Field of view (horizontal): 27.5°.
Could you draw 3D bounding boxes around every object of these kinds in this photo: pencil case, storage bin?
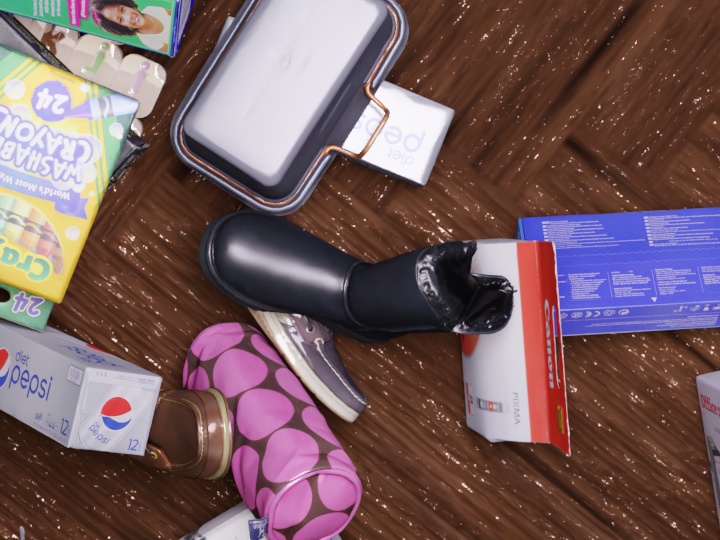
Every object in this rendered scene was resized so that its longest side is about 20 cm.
[{"bbox_3d":[-0.078,0.132,1.169,0.091,0.200,0.094,-4,126,-26],"label":"pencil case"},{"bbox_3d":[-0.048,-0.140,1.103,0.145,0.134,0.200,33,92,-3],"label":"storage bin"}]

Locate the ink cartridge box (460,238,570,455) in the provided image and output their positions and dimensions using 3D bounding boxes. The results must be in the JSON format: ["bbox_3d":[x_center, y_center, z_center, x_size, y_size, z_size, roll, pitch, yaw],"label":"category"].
[{"bbox_3d":[0.116,0.057,1.160,0.050,0.200,0.163,-5,92,-4],"label":"ink cartridge box"}]

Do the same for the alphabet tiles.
[{"bbox_3d":[-0.269,-0.165,1.229,0.200,0.015,0.196,25,98,-2],"label":"alphabet tiles"}]

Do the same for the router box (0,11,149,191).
[{"bbox_3d":[-0.296,-0.115,1.198,0.200,0.062,0.150,43,96,-5],"label":"router box"}]

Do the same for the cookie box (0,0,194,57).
[{"bbox_3d":[-0.220,-0.274,1.161,0.199,0.075,0.171,14,56,-3],"label":"cookie box"}]

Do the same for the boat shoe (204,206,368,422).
[{"bbox_3d":[-0.050,0.034,1.220,0.065,0.072,0.200,-37,90,1],"label":"boat shoe"}]

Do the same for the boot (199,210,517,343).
[{"bbox_3d":[0.000,0.000,1.118,0.200,0.168,0.077,26,69,-31],"label":"boot"}]

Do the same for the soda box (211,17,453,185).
[{"bbox_3d":[-0.028,-0.137,1.210,0.200,0.063,0.068,23,91,-2],"label":"soda box"}]

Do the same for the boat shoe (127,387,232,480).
[{"bbox_3d":[-0.154,0.127,1.151,0.067,0.200,0.072,0,88,-26],"label":"boat shoe"}]

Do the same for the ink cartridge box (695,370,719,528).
[{"bbox_3d":[0.343,0.181,1.199,0.084,0.146,0.201,-10,92,0],"label":"ink cartridge box"}]

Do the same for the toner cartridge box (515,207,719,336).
[{"bbox_3d":[0.233,0.000,1.219,0.199,0.043,0.095,-3,56,-2],"label":"toner cartridge box"}]

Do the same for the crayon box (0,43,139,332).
[{"bbox_3d":[-0.264,-0.061,1.129,0.125,0.052,0.200,21,93,-15],"label":"crayon box"}]

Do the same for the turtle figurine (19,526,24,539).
[{"bbox_3d":[-0.336,0.271,1.208,0.149,0.101,0.201,-3,95,-43],"label":"turtle figurine"}]

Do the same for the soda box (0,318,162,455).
[{"bbox_3d":[-0.237,0.087,1.152,0.068,0.200,0.064,12,92,-38],"label":"soda box"}]

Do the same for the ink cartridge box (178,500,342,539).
[{"bbox_3d":[-0.101,0.280,1.218,0.200,0.084,0.146,-30,92,-1],"label":"ink cartridge box"}]
